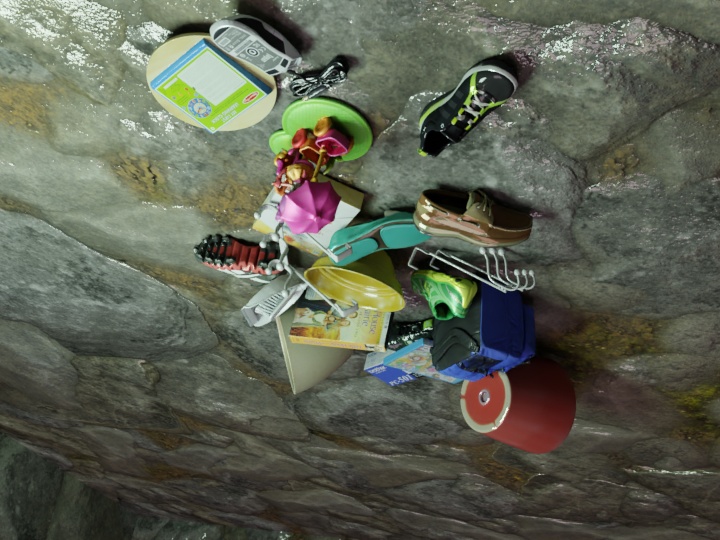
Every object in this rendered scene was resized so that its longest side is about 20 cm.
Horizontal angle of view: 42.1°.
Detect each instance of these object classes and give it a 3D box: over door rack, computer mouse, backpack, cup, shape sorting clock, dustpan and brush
[{"bbox_3d":[-0.100,-0.012,1.613,0.198,0.067,0.149,28,144,29],"label":"over door rack"},{"bbox_3d":[-0.119,-0.311,1.322,0.198,0.045,0.109,27,153,-33],"label":"computer mouse"},{"bbox_3d":[0.198,-0.014,1.616,0.197,0.068,0.147,15,-176,22],"label":"over door rack"},{"bbox_3d":[0.232,0.134,1.811,0.166,0.165,0.200,21,149,-21],"label":"backpack"},{"bbox_3d":[-0.094,0.144,1.967,0.141,0.203,0.201,-12,152,-8],"label":"cup"},{"bbox_3d":[-0.223,-0.283,1.412,0.196,0.040,0.201,5,144,4],"label":"shape sorting clock"},{"bbox_3d":[-0.135,0.039,1.819,0.057,0.200,0.140,41,168,13],"label":"dustpan and brush"}]

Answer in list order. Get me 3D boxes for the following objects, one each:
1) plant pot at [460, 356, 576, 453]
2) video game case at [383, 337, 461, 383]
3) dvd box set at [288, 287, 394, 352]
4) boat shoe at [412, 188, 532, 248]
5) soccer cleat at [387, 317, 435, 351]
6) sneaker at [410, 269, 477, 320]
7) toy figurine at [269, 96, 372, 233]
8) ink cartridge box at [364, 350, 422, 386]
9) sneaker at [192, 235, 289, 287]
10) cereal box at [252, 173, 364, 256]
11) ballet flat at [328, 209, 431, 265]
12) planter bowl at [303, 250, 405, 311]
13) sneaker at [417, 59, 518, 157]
[{"bbox_3d":[0.313,0.268,1.925,0.175,0.204,0.199,13,157,-37],"label":"plant pot"},{"bbox_3d":[0.167,0.193,1.979,0.197,0.018,0.143,17,149,-30],"label":"video game case"},{"bbox_3d":[-0.031,0.083,1.851,0.196,0.148,0.030,5,148,16],"label":"dvd box set"},{"bbox_3d":[0.185,-0.091,1.537,0.196,0.076,0.075,6,133,2],"label":"boat shoe"},{"bbox_3d":[0.125,0.130,1.959,0.196,0.068,0.082,3,141,6],"label":"soccer cleat"},{"bbox_3d":[0.143,0.046,1.733,0.073,0.085,0.199,14,180,-22],"label":"sneaker"},{"bbox_3d":[-0.088,-0.140,1.452,0.198,0.187,0.150,-15,140,42],"label":"toy figurine"},{"bbox_3d":[0.106,0.203,2.102,0.093,0.045,0.199,32,146,-27],"label":"ink cartridge box"},{"bbox_3d":[-0.231,-0.013,1.846,0.196,0.072,0.099,7,148,9],"label":"sneaker"},{"bbox_3d":[-0.096,-0.105,1.663,0.142,0.040,0.200,23,150,-14],"label":"cereal box"},{"bbox_3d":[0.034,-0.070,1.628,0.197,0.071,0.068,-17,139,12],"label":"ballet flat"},{"bbox_3d":[0.000,0.000,1.743,0.197,0.085,0.201,16,161,6],"label":"planter bowl"},{"bbox_3d":[0.150,-0.217,1.322,0.071,0.084,0.199,25,149,-22],"label":"sneaker"}]
